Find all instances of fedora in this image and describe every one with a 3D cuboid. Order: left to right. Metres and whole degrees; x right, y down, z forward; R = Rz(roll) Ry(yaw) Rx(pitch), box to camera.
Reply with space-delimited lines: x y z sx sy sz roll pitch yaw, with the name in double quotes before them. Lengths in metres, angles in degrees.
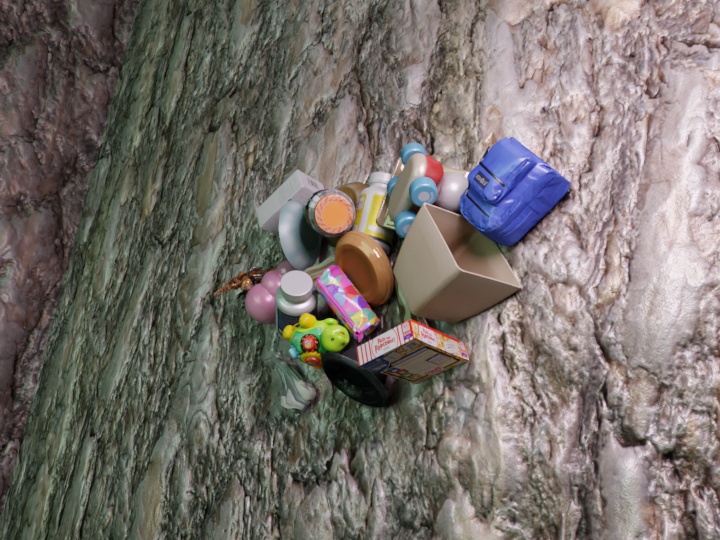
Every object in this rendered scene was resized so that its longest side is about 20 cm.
"fedora" 0.004 0.234 1.476 0.200 0.201 0.092 6 46 45

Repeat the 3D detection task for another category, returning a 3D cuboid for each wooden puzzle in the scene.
"wooden puzzle" 0.160 -0.171 1.539 0.200 0.046 0.186 18 84 21

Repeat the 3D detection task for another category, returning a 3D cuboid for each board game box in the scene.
"board game box" 0.114 0.180 1.339 0.151 0.200 0.046 -30 52 30

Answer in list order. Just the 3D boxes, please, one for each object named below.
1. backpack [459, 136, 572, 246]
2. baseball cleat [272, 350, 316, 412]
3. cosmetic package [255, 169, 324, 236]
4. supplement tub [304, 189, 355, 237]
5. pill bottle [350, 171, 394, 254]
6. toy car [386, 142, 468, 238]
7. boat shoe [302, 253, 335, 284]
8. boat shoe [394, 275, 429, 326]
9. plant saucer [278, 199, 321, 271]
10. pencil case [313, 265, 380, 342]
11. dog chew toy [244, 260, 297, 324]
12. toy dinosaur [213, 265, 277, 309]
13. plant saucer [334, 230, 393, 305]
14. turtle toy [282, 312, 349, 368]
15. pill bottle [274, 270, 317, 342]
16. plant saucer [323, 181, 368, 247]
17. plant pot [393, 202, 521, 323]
"backpack" 0.306 -0.170 1.340 0.200 0.168 0.163 -52 38 19
"baseball cleat" -0.198 0.302 1.679 0.200 0.070 0.107 39 99 47
"cosmetic package" -0.209 -0.196 1.887 0.200 0.113 0.081 -42 47 24
"supplement tub" -0.080 -0.150 1.626 0.123 0.122 0.200 -63 11 2
"pill bottle" 0.043 -0.147 1.620 0.111 0.111 0.201 2 74 44
"toy car" 0.180 -0.168 1.442 0.185 0.199 0.177 -96 24 -50
"boat shoe" -0.107 0.026 1.716 0.200 0.076 0.072 -33 55 32
"boat shoe" 0.128 0.087 1.477 0.075 0.075 0.203 -10 51 2
"plant saucer" -0.154 -0.100 1.732 0.039 0.201 0.202 -9 65 28
"pencil case" -0.033 0.082 1.554 0.088 0.088 0.200 -45 73 20
"dog chew toy" -0.241 0.056 1.799 0.200 0.124 0.125 -52 44 6
"toy dinosaur" -0.333 0.040 1.874 0.199 0.136 0.102 -1 46 0
"plant saucer" 0.000 0.000 1.561 0.200 0.037 0.201 29 132 38
"turtle toy" -0.102 0.180 1.562 0.200 0.146 0.101 -36 37 41
"pill bottle" -0.168 0.094 1.644 0.200 0.111 0.111 97 159 -50
"plant saucer" -0.051 -0.166 1.774 0.200 0.035 0.201 -20 58 37
"plant pot" 0.189 0.004 1.365 0.177 0.199 0.200 -50 44 30
